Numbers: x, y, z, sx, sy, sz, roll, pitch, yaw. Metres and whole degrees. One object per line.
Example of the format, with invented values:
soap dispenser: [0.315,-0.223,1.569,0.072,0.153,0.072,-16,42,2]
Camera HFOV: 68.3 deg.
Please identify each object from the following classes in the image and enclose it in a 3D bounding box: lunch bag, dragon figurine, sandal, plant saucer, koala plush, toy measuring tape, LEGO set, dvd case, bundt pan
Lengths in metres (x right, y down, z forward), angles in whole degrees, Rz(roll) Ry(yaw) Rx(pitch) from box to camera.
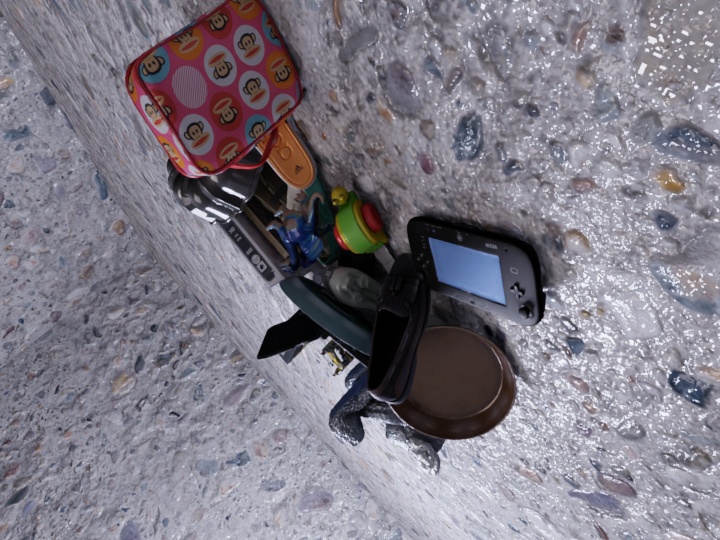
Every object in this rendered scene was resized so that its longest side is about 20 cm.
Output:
lunch bag: [-0.165,-0.214,0.655,0.081,0.200,0.179,5,133,52]
dragon figurine: [-0.075,-0.058,0.786,0.099,0.060,0.197,41,141,-20]
sandal: [-0.135,-0.205,0.760,0.207,0.079,0.059,48,-172,-11]
sandal: [-0.145,-0.146,0.910,0.201,0.080,0.054,49,179,-9]
plant saucer: [0.127,0.159,0.776,0.192,0.035,0.208,5,118,10]
koala plush: [0.077,0.243,0.919,0.201,0.178,0.183,46,114,-5]
toy measuring tape: [0.017,-0.030,0.760,0.203,0.073,0.073,56,157,-16]
LEGO set: [0.007,0.189,1.068,0.203,0.115,0.152,56,157,-16]
dvd case: [-0.171,-0.108,0.967,0.201,0.016,0.148,48,-165,4]
bundt pan: [-0.242,-0.182,0.847,0.199,0.208,0.075,30,-168,38]
plant saucer: [-0.038,0.065,0.823,0.197,0.028,0.200,36,-177,-2]

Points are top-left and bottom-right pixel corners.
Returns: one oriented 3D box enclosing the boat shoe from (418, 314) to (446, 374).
boat shoe: [0.122,0.145,0.856,0.068,0.072,0.202,22,153,50]

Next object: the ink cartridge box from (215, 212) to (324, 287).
ink cartridge box: [-0.151,-0.036,0.975,0.201,0.043,0.198,49,-164,0]

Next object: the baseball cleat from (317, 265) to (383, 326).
baseball cleat: [0.014,0.043,0.838,0.199,0.071,0.105,40,169,-38]

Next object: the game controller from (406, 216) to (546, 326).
game controller: [0.129,-0.005,0.626,0.197,0.042,0.106,21,145,49]

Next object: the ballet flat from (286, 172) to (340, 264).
ballet flat: [-0.079,-0.091,0.852,0.066,0.070,0.204,15,140,47]

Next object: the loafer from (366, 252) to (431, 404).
loafer: [0.049,0.072,0.713,0.070,0.209,0.062,1,166,37]

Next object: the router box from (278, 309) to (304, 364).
router box: [-0.105,0.107,1.103,0.052,0.157,0.200,44,159,5]

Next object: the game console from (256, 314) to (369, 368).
game console: [-0.066,0.131,0.895,0.174,0.118,0.200,39,-177,-9]

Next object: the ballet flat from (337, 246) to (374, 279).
ballet flat: [0.000,0.000,0.887,0.065,0.057,0.204,27,144,23]
